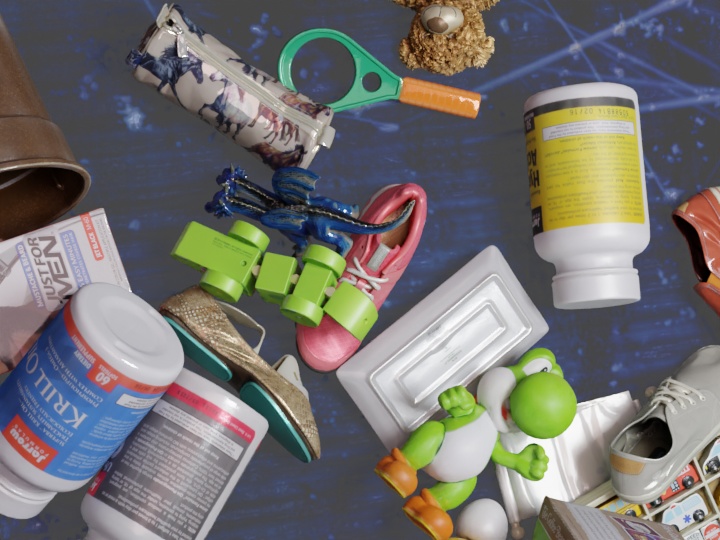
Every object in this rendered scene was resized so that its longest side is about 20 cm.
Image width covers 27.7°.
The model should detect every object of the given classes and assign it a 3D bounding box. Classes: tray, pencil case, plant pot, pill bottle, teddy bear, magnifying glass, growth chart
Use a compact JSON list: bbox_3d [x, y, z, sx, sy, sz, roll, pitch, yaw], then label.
[{"bbox_3d":[0.082,0.076,1.369,0.200,0.022,0.108,-39,104,-13],"label":"tray"},{"bbox_3d":[-0.116,-0.163,1.345,0.199,0.089,0.078,33,77,-5],"label":"pencil case"},{"bbox_3d":[-0.360,-0.133,1.253,0.199,0.200,0.199,-21,79,-12],"label":"plant pot"},{"bbox_3d":[0.216,-0.068,1.381,0.110,0.111,0.202,-3,82,-11],"label":"pill bottle"},{"bbox_3d":[-0.174,0.192,1.274,0.110,0.111,0.201,31,78,-5],"label":"pill bottle"},{"bbox_3d":[0.086,-0.293,1.411,0.144,0.067,0.201,24,78,-4],"label":"teddy bear"},{"bbox_3d":[0.018,-0.179,1.399,0.198,0.022,0.080,12,96,-7],"label":"magnifying glass"},{"bbox_3d":[-0.249,0.116,1.237,0.112,0.112,0.200,40,110,-3],"label":"pill bottle"},{"bbox_3d":[0.220,0.189,1.394,0.198,0.018,0.146,-9,84,-11],"label":"growth chart"}]

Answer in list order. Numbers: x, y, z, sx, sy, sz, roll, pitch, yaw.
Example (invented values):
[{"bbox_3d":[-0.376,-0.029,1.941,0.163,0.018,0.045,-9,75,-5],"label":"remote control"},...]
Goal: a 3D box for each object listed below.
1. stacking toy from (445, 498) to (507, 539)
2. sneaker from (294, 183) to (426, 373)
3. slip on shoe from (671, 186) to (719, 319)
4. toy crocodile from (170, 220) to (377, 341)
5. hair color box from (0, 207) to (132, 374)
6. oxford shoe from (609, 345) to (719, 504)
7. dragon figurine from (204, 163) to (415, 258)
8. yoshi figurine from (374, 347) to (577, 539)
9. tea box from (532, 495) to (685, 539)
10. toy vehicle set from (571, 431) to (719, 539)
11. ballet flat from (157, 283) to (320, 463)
[{"bbox_3d":[0.082,0.292,1.312,0.146,0.146,0.201,34,63,-4],"label":"stacking toy"},{"bbox_3d":[0.000,0.000,1.345,0.073,0.087,0.201,30,79,-5],"label":"sneaker"},{"bbox_3d":[0.355,0.019,1.418,0.061,0.074,0.201,-17,81,-4],"label":"slip on shoe"},{"bbox_3d":[-0.078,0.007,1.308,0.199,0.062,0.068,18,71,16],"label":"toy crocodile"},{"bbox_3d":[-0.305,0.029,1.291,0.199,0.064,0.112,-20,94,-11],"label":"hair color box"},{"bbox_3d":[0.296,0.133,1.364,0.200,0.075,0.058,-44,130,-31],"label":"oxford shoe"},{"bbox_3d":[-0.053,-0.055,1.316,0.099,0.199,0.059,33,70,-43],"label":"dragon figurine"},{"bbox_3d":[0.117,0.149,1.315,0.200,0.113,0.112,-41,65,-13],"label":"yoshi figurine"},{"bbox_3d":[0.213,0.325,1.257,0.133,0.200,0.198,14,95,-6],"label":"tea box"},{"bbox_3d":[0.304,0.234,1.382,0.199,0.027,0.125,-28,99,-10],"label":"toy vehicle set"},{"bbox_3d":[-0.096,0.087,1.328,0.200,0.070,0.065,45,63,-5],"label":"ballet flat"}]
